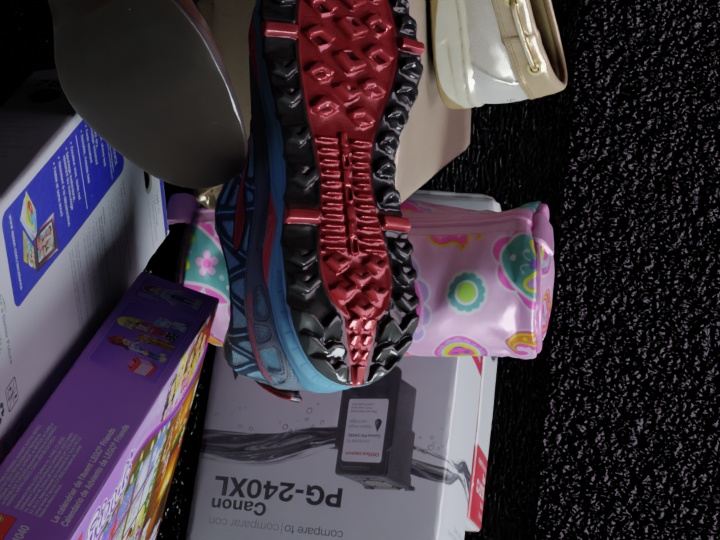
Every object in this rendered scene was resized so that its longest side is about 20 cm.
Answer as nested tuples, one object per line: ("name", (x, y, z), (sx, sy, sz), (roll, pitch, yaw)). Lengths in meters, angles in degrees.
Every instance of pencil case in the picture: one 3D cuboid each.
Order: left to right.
("pencil case", (0.000, 0.000, 0.887), (0.087, 0.199, 0.088), (4, 90, -83))

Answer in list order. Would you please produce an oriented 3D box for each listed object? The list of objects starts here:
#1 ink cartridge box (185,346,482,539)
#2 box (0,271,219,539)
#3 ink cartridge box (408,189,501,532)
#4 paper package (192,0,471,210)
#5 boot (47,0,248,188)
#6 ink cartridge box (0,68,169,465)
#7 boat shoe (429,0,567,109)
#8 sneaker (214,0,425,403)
("ink cartridge box", (-0.012, 0.100, 0.978), (0.083, 0.145, 0.201), (63, 33, -69))
("box", (-0.113, 0.105, 0.669), (0.200, 0.039, 0.137), (-65, 173, -61))
("ink cartridge box", (0.012, 0.054, 1.080), (0.084, 0.144, 0.201), (54, 41, -73))
("paper package", (-0.009, -0.136, 0.850), (0.200, 0.103, 0.192), (-41, 133, -72))
("boot", (-0.082, -0.158, 0.696), (0.187, 0.064, 0.200), (60, 26, -32))
("ink cartridge box", (-0.126, -0.010, 0.670), (0.200, 0.039, 0.100), (-64, 154, -58))
("boat shoe", (0.066, -0.169, 0.788), (0.074, 0.069, 0.201), (-70, 158, -53))
("sneaker", (-0.032, -0.045, 0.714), (0.079, 0.095, 0.201), (14, 69, -34))
